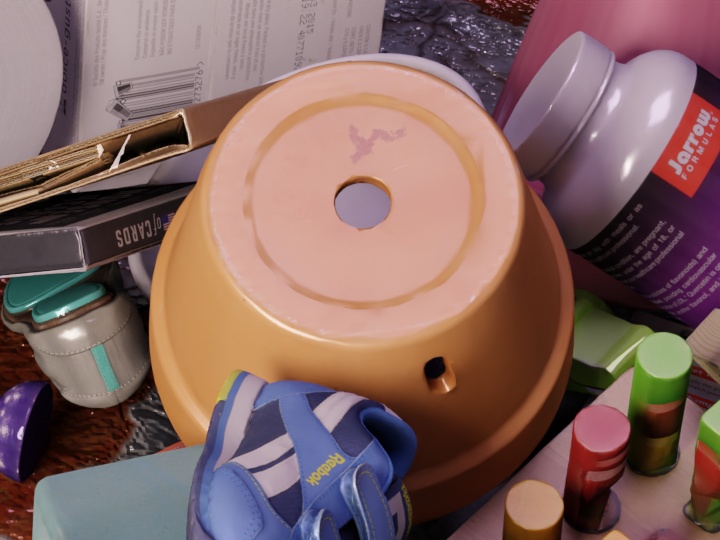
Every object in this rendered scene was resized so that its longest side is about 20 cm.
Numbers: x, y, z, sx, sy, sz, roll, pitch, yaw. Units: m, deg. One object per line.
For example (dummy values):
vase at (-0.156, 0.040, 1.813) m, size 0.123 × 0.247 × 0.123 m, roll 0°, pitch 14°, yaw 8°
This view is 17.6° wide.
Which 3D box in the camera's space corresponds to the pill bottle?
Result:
pill bottle at (0.171, -0.034, 1.166) m, size 0.200 × 0.112 × 0.112 m, roll 32°, pitch 32°, yaw -10°

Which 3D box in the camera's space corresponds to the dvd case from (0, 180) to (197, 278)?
dvd case at (-0.183, -0.016, 1.164) m, size 0.200 × 0.025 × 0.150 m, roll -5°, pitch 9°, yaw 26°

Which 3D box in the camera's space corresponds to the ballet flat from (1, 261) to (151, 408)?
ballet flat at (-0.145, 0.031, 1.194) m, size 0.067 × 0.064 × 0.200 m, roll -26°, pitch 13°, yaw -6°

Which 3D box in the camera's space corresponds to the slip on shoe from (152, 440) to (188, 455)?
slip on shoe at (-0.057, 0.096, 1.109) m, size 0.200 × 0.074 × 0.061 m, roll -18°, pitch 66°, yaw -29°

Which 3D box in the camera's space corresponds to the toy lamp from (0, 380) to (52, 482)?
toy lamp at (-0.254, 0.056, 1.140) m, size 0.200 × 0.058 × 0.058 m, roll 13°, pitch 34°, yaw 6°

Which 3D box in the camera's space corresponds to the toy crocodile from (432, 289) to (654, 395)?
toy crocodile at (0.074, 0.029, 1.215) m, size 0.067 × 0.062 × 0.200 m, roll -39°, pitch 28°, yaw -23°

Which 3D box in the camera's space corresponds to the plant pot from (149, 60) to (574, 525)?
plant pot at (0.000, 0.000, 1.036) m, size 0.200 × 0.140 × 0.200 m, roll 0°, pitch 66°, yaw 0°

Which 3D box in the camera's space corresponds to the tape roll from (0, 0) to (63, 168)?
tape roll at (-0.263, -0.106, 1.248) m, size 0.200 × 0.200 × 0.066 m, roll -8°, pitch 38°, yaw -25°

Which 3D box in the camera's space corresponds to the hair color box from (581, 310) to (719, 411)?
hair color box at (0.152, 0.106, 1.165) m, size 0.101 × 0.061 × 0.200 m, roll 19°, pitch 35°, yaw 14°

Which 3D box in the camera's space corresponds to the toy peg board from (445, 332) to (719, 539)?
toy peg board at (0.134, 0.138, 1.003) m, size 0.200 × 0.098 × 0.199 m, roll 38°, pitch 62°, yaw 25°

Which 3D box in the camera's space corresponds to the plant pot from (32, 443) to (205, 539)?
plant pot at (-0.057, 0.166, 0.956) m, size 0.141 × 0.141 × 0.200 m, roll -10°, pitch 34°, yaw -26°

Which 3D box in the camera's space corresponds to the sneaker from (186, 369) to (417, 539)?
sneaker at (-0.023, 0.099, 0.871) m, size 0.082 × 0.074 × 0.200 m, roll 8°, pitch 28°, yaw 2°

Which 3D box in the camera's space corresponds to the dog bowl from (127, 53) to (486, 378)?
dog bowl at (-0.016, -0.020, 1.215) m, size 0.200 × 0.079 × 0.200 m, roll -16°, pitch 40°, yaw 14°

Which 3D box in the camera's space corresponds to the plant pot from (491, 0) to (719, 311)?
plant pot at (0.161, -0.089, 1.306) m, size 0.200 × 0.179 × 0.200 m, roll 9°, pitch 15°, yaw -3°

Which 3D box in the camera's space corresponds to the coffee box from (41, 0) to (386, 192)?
coffee box at (-0.116, -0.191, 1.413) m, size 0.200 × 0.200 × 0.198 m, roll -11°, pitch 38°, yaw -28°

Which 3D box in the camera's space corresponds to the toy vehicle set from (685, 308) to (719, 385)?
toy vehicle set at (0.241, 0.100, 1.087) m, size 0.200 × 0.027 × 0.124 m, roll 43°, pitch 0°, yaw -8°

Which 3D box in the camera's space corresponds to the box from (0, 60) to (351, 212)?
box at (-0.108, -0.061, 1.139) m, size 0.163 × 0.021 × 0.200 m, roll -16°, pitch 4°, yaw 24°
